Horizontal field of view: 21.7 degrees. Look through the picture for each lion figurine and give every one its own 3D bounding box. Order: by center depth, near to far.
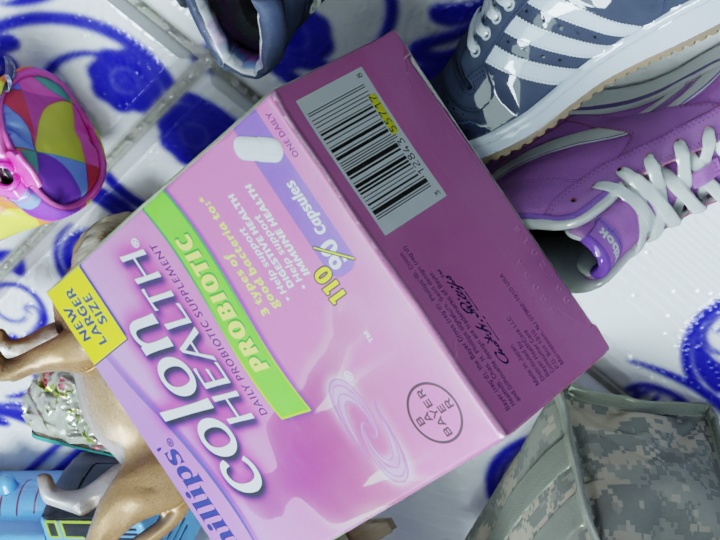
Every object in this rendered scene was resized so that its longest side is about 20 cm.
[{"bbox_3d":[-0.128,0.072,1.014,0.121,0.072,0.202,-15,100,-1],"label":"lion figurine"}]

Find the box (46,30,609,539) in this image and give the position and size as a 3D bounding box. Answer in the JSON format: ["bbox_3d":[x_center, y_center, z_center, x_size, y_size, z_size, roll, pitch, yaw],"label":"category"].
[{"bbox_3d":[-0.021,0.022,0.874,0.200,0.097,0.177,-35,88,43],"label":"box"}]

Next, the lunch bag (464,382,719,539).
[{"bbox_3d":[0.129,0.191,0.989,0.117,0.201,0.165,9,135,-18],"label":"lunch bag"}]

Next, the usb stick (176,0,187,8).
[{"bbox_3d":[-0.116,-0.205,0.854,0.055,0.033,0.200,-26,118,24],"label":"usb stick"}]

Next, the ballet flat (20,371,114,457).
[{"bbox_3d":[-0.094,0.083,1.067,0.198,0.076,0.064,13,98,-2],"label":"ballet flat"}]

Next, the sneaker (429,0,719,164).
[{"bbox_3d":[0.078,-0.128,0.835,0.199,0.070,0.109,-28,122,25],"label":"sneaker"}]

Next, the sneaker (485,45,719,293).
[{"bbox_3d":[0.146,-0.039,0.863,0.199,0.115,0.073,-16,122,25],"label":"sneaker"}]

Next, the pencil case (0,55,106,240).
[{"bbox_3d":[-0.229,-0.041,0.988,0.199,0.089,0.089,-20,121,30],"label":"pencil case"}]

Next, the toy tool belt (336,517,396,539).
[{"bbox_3d":[-0.021,0.192,1.049,0.125,0.200,0.123,-37,80,2],"label":"toy tool belt"}]

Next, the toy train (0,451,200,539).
[{"bbox_3d":[-0.189,0.171,1.156,0.198,0.087,0.115,-2,119,20],"label":"toy train"}]

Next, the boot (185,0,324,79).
[{"bbox_3d":[-0.044,-0.176,0.789,0.072,0.091,0.201,14,145,23],"label":"boot"}]
